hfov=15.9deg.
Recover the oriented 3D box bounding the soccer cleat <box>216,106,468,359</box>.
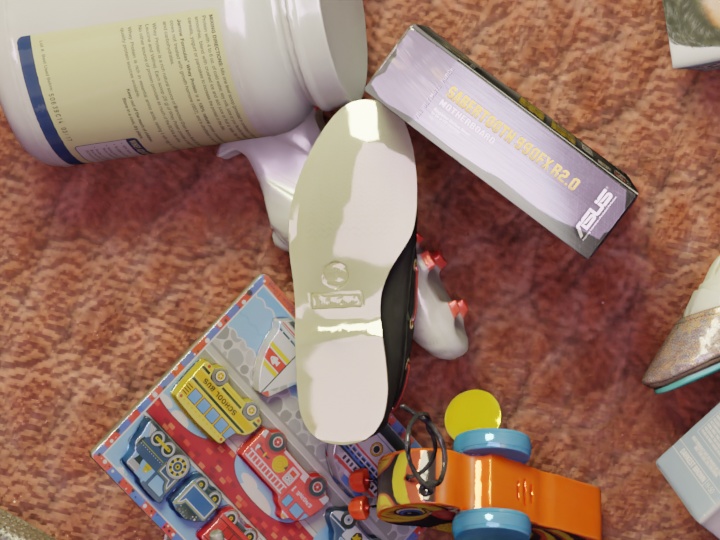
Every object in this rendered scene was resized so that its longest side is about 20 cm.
[{"bbox_3d":[-0.008,-0.020,1.582,0.078,0.069,0.200,-37,84,8],"label":"soccer cleat"}]

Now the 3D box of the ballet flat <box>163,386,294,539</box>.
[{"bbox_3d":[-0.085,0.141,1.590,0.062,0.067,0.200,18,91,22],"label":"ballet flat"}]

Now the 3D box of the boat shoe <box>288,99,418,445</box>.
[{"bbox_3d":[-0.003,0.000,1.514,0.074,0.063,0.202,4,96,9],"label":"boat shoe"}]

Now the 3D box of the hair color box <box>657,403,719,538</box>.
[{"bbox_3d":[0.287,0.086,1.541,0.200,0.061,0.099,-43,132,10],"label":"hair color box"}]

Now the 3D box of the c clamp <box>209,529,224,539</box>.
[{"bbox_3d":[0.026,0.209,1.500,0.200,0.027,0.171,-9,122,5],"label":"c clamp"}]

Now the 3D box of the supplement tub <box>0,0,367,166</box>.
[{"bbox_3d":[-0.107,-0.144,1.523,0.200,0.145,0.145,-7,92,12],"label":"supplement tub"}]

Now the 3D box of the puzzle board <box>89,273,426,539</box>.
[{"bbox_3d":[-0.047,0.123,1.553,0.151,0.017,0.200,-46,116,-11],"label":"puzzle board"}]

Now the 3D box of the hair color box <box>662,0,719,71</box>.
[{"bbox_3d":[0.279,-0.185,1.529,0.200,0.061,0.099,-10,89,27],"label":"hair color box"}]

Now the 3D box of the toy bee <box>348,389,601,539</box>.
[{"bbox_3d":[0.053,0.126,1.551,0.109,0.131,0.200,-13,134,36],"label":"toy bee"}]

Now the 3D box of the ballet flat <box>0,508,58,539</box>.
[{"bbox_3d":[-0.225,0.172,1.606,0.200,0.046,0.067,26,124,6],"label":"ballet flat"}]

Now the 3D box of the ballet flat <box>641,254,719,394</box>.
[{"bbox_3d":[0.254,0.011,1.578,0.200,0.068,0.067,-22,88,-8],"label":"ballet flat"}]

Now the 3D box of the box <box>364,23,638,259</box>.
[{"bbox_3d":[0.084,-0.079,1.508,0.158,0.200,0.048,38,96,1],"label":"box"}]
